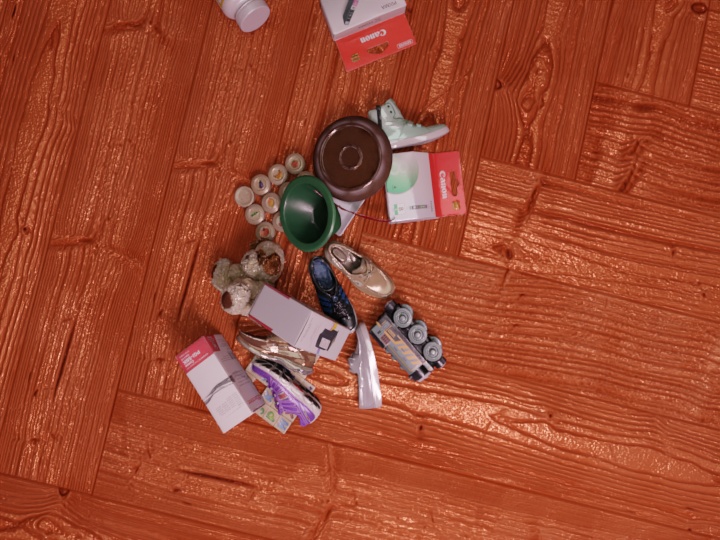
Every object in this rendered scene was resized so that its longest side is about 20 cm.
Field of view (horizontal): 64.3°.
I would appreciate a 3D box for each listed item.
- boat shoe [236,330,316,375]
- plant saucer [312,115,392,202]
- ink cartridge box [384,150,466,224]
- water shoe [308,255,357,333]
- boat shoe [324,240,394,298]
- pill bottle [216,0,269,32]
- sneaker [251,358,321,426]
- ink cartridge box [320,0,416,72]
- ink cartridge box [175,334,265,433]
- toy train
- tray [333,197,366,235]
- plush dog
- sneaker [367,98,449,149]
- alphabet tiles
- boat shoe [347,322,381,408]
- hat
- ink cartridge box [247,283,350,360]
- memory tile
[{"bbox_3d":[-0.195,0.179,1.349,0.197,0.076,0.073,24,83,-9],"label":"boat shoe"},{"bbox_3d":[-0.022,-0.266,1.353,0.195,0.032,0.206,0,92,12],"label":"plant saucer"},{"bbox_3d":[0.156,-0.206,1.391,0.195,0.050,0.165,-7,88,0],"label":"ink cartridge box"},{"bbox_3d":[-0.071,0.061,1.356,0.071,0.079,0.203,-29,88,-2],"label":"water shoe"},{"bbox_3d":[0.000,0.000,1.362,0.199,0.065,0.073,38,85,-8],"label":"boat shoe"},{"bbox_3d":[-0.304,-0.682,1.368,0.111,0.112,0.202,-33,89,-3],"label":"pill bottle"},{"bbox_3d":[-0.183,0.288,1.339,0.200,0.081,0.084,43,93,0],"label":"sneaker"},{"bbox_3d":[0.022,-0.611,1.408,0.196,0.044,0.177,-22,87,-2],"label":"ink cartridge box"},{"bbox_3d":[-0.314,0.252,1.302,0.082,0.147,0.202,-34,84,-1],"label":"ink cartridge box"},{"bbox_3d":[0.112,0.168,1.360,0.114,0.085,0.201,-42,91,9],"label":"toy train"},{"bbox_3d":[-0.033,-0.195,1.384,0.107,0.022,0.202,35,94,9],"label":"tray"},{"bbox_3d":[-0.236,0.013,1.326,0.159,0.200,0.173,31,98,-33],"label":"plush dog"},{"bbox_3d":[0.112,-0.361,1.379,0.196,0.074,0.121,-10,94,1],"label":"sneaker"},{"bbox_3d":[-0.193,0.261,1.380,0.166,0.008,0.202,35,88,1],"label":"alphabet tiles"},{"bbox_3d":[0.004,0.228,1.361,0.067,0.072,0.205,-10,97,-2],"label":"boat shoe"},{"bbox_3d":[-0.068,-0.127,1.365,0.201,0.174,0.167,48,119,23],"label":"hat"},{"bbox_3d":[-0.132,0.117,1.274,0.144,0.200,0.084,27,86,28],"label":"ink cartridge box"},{"bbox_3d":[-0.194,-0.175,1.383,0.198,0.017,0.155,-31,87,5],"label":"memory tile"}]
